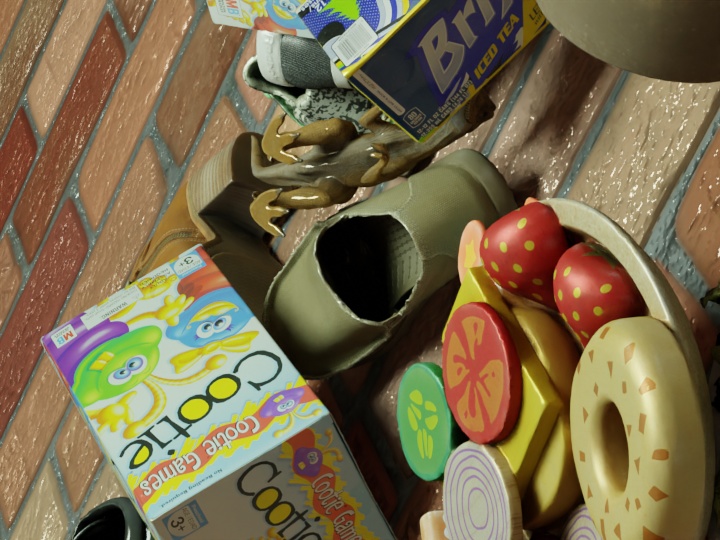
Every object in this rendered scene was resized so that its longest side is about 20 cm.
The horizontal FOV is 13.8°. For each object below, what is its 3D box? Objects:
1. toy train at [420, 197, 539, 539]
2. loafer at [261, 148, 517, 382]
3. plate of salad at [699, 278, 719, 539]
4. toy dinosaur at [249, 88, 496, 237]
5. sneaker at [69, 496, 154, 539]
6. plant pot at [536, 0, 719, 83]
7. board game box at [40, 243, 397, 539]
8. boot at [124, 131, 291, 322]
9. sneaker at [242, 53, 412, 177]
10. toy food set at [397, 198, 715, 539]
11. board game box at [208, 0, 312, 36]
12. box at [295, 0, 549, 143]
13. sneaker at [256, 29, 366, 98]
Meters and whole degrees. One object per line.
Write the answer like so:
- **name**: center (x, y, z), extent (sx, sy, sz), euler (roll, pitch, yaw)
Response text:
- **toy train**: center (0.059, 0.056, 1.392), extent (0.150, 0.056, 0.200), euler (-49, 32, 41)
- **loafer**: center (0.000, 0.000, 1.520), extent (0.076, 0.067, 0.200), euler (60, 139, 11)
- **plate of salad**: center (0.180, 0.036, 1.148), extent (0.200, 0.048, 0.200), euler (-47, 34, 45)
- **toy dinosaur**: center (-0.017, -0.052, 1.524), extent (0.200, 0.106, 0.060), euler (-10, 92, 43)
- **sneaker**: center (-0.134, 0.184, 1.670), extent (0.200, 0.099, 0.071), euler (-49, 33, 44)
- **plant pot**: center (0.142, -0.178, 1.246), extent (0.200, 0.200, 0.175), euler (-100, 19, -49)
- **board game box**: center (-0.074, 0.090, 1.528), extent (0.103, 0.105, 0.200), euler (-31, 32, -7)
- **boot**: center (-0.100, 0.031, 1.752), extent (0.155, 0.074, 0.200), euler (-48, 20, 41)
- **sneaker**: center (-0.026, -0.111, 1.665), extent (0.077, 0.089, 0.200), euler (-70, 23, 4)
- **toy food set**: center (0.084, 0.071, 1.248), extent (0.200, 0.049, 0.198), euler (60, 145, 38)
- **board game box**: center (0.000, -0.222, 1.526), extent (0.105, 0.103, 0.200), euler (76, -147, -42)
- **box**: center (0.069, -0.159, 1.416), extent (0.200, 0.070, 0.064), euler (-43, 44, 9)
- **sneaker**: center (0.039, -0.152, 1.591), extent (0.200, 0.112, 0.073), euler (-53, -32, -39)
